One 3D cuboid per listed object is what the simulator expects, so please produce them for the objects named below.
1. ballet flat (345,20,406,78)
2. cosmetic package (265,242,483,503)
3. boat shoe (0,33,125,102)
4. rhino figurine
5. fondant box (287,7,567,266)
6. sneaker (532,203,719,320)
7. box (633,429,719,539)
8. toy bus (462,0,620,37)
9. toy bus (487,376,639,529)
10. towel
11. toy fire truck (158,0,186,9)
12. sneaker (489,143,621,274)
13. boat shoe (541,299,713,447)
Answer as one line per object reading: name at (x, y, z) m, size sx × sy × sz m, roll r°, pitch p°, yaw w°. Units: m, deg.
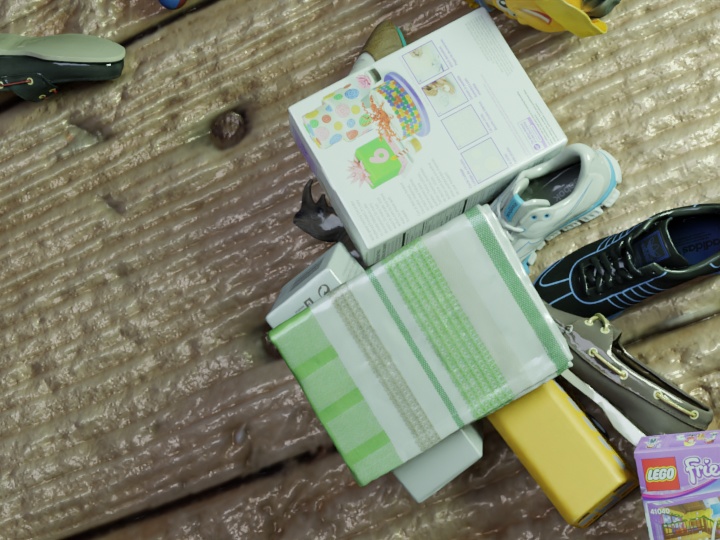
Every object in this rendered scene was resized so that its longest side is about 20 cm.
ballet flat at (0.017, -0.138, 1.259) m, size 0.068 × 0.072 × 0.201 m, roll 142°, pitch 120°, yaw -62°
cosmetic package at (0.015, 0.082, 1.148) m, size 0.071 × 0.101 × 0.200 m, roll -38°, pitch 96°, yaw 12°
boat shoe at (-0.337, -0.213, 1.451) m, size 0.200 × 0.074 × 0.064 m, roll 2°, pitch 114°, yaw 15°
rhino figurine at (0.000, 0.000, 1.242) m, size 0.087 × 0.060 × 0.201 m, roll -32°, pitch 70°, yaw 9°
fondant box at (0.057, -0.117, 1.198) m, size 0.199 × 0.058 × 0.145 m, roll -28°, pitch 77°, yaw -9°
sneaker at (0.225, -0.008, 1.136) m, size 0.199 × 0.078 × 0.071 m, roll -23°, pitch 71°, yaw 18°
box at (0.317, 0.187, 1.041) m, size 0.199 × 0.039 × 0.138 m, roll -8°, pitch 100°, yaw 23°
toy bus at (0.124, -0.298, 1.224) m, size 0.191 × 0.135 × 0.201 m, roll -11°, pitch 69°, yaw 34°
toy bus at (0.144, 0.116, 1.143) m, size 0.065 × 0.078 × 0.200 m, roll -41°, pitch 65°, yaw 10°
towel at (0.048, 0.058, 1.081) m, size 0.199 × 0.031 × 0.150 m, roll -30°, pitch 95°, yaw 3°
toy fire truck at (-0.196, -0.362, 1.407) m, size 0.200 × 0.112 × 0.169 m, roll 34°, pitch 116°, yaw 28°
sneaker at (0.130, -0.041, 1.183) m, size 0.200 × 0.087 × 0.075 m, roll -44°, pitch 66°, yaw 10°
boat shoe at (0.195, 0.073, 1.122) m, size 0.200 × 0.072 × 0.060 m, roll 43°, pitch 104°, yaw 14°
